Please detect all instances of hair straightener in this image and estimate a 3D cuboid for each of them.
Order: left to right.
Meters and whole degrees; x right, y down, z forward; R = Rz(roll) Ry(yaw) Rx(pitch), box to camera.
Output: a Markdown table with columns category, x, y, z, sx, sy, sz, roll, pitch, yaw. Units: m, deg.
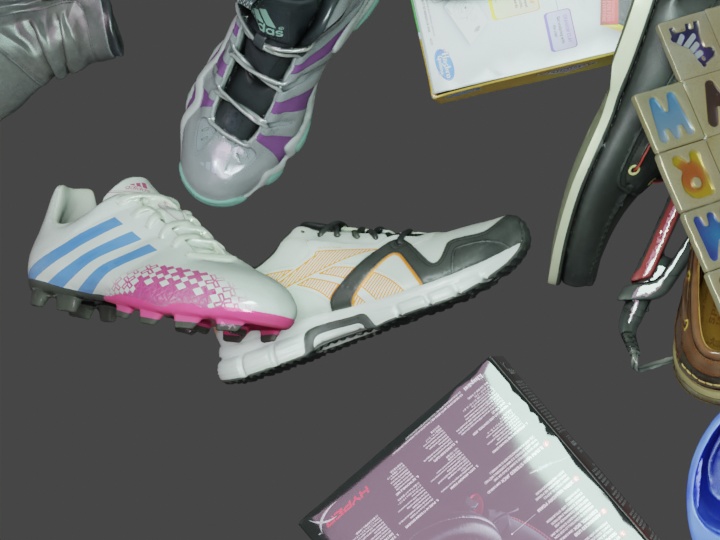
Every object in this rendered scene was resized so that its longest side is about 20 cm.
| category | x | y | z | sx | sy | sz | roll | pitch | yaw |
| --- | --- | --- | --- | --- | --- | --- | --- | --- | --- |
| hair straightener | 0.209 | -0.028 | 1.339 | 0.077 | 0.041 | 0.200 | 26 | 87 | 8 |

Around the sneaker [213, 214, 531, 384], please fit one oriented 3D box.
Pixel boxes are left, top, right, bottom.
| category | x | y | z | sx | sy | sz | roll | pitch | yaw |
| --- | --- | --- | --- | --- | --- | --- | --- | --- | --- |
| sneaker | 0.000 | 0.000 | 1.359 | 0.200 | 0.074 | 0.080 | -19 | 83 | 8 |

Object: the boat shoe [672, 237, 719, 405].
| category | x | y | z | sx | sy | sz | roll | pitch | yaw |
| --- | --- | --- | --- | --- | --- | --- | --- | --- | --- |
| boat shoe | 0.216 | -0.028 | 1.275 | 0.072 | 0.068 | 0.200 | 12 | 73 | 14 |

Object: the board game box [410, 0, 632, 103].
| category | x | y | z | sx | sy | sz | roll | pitch | yaw |
| --- | --- | --- | --- | --- | --- | --- | --- | --- | --- |
| board game box | 0.124 | -0.192 | 1.360 | 0.200 | 0.040 | 0.153 | -12 | 86 | 8 |

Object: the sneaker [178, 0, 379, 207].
| category | x | y | z | sx | sy | sz | roll | pitch | yaw |
| --- | --- | --- | --- | --- | --- | --- | --- | --- | --- |
| sneaker | -0.055 | -0.131 | 1.336 | 0.078 | 0.140 | 0.200 | 28 | 92 | 9 |

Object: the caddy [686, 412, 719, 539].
| category | x | y | z | sx | sy | sz | roll | pitch | yaw |
| --- | --- | --- | --- | --- | --- | --- | --- | --- | --- |
| caddy | 0.275 | 0.110 | 1.293 | 0.200 | 0.105 | 0.141 | -34 | 84 | 6 |

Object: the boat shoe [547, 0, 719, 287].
| category | x | y | z | sx | sy | sz | roll | pitch | yaw |
| --- | --- | --- | --- | --- | --- | --- | --- | --- | --- |
| boat shoe | 0.156 | -0.074 | 1.318 | 0.063 | 0.074 | 0.202 | 20 | 113 | 1 |

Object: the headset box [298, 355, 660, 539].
| category | x | y | z | sx | sy | sz | roll | pitch | yaw |
| --- | --- | --- | --- | --- | --- | --- | --- | --- | --- |
| headset box | 0.087 | 0.171 | 1.338 | 0.149 | 0.075 | 0.200 | -42 | 83 | 6 |

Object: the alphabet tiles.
| category | x | y | z | sx | sy | sz | roll | pitch | yaw |
| --- | --- | --- | --- | --- | --- | --- | --- | --- | --- |
| alphabet tiles | 0.233 | -0.051 | 1.251 | 0.166 | 0.006 | 0.200 | -17 | 82 | -30 |

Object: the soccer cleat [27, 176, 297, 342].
| category | x | y | z | sx | sy | sz | roll | pitch | yaw |
| --- | --- | --- | --- | --- | --- | --- | --- | --- | --- |
| soccer cleat | -0.116 | -0.010 | 1.347 | 0.200 | 0.070 | 0.086 | 8 | 85 | 39 |

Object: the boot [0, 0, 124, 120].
| category | x | y | z | sx | sy | sz | roll | pitch | yaw |
| --- | --- | --- | --- | --- | --- | --- | --- | --- | --- |
| boot | -0.235 | -0.189 | 1.412 | 0.132 | 0.070 | 0.200 | -32 | 95 | 4 |
